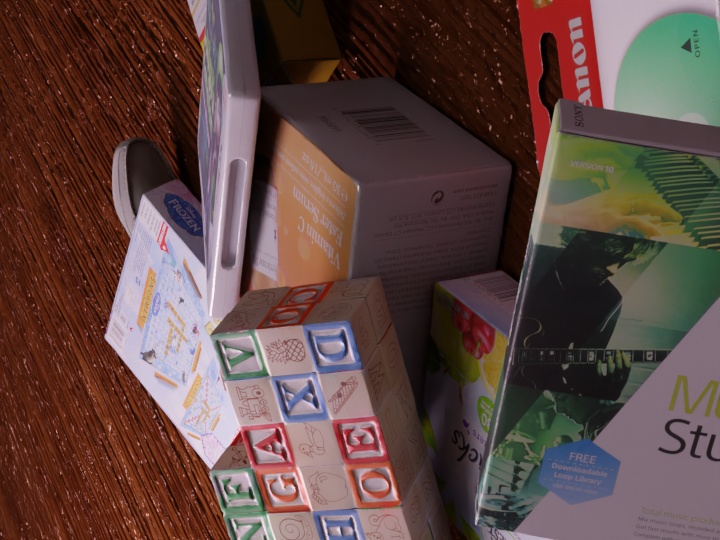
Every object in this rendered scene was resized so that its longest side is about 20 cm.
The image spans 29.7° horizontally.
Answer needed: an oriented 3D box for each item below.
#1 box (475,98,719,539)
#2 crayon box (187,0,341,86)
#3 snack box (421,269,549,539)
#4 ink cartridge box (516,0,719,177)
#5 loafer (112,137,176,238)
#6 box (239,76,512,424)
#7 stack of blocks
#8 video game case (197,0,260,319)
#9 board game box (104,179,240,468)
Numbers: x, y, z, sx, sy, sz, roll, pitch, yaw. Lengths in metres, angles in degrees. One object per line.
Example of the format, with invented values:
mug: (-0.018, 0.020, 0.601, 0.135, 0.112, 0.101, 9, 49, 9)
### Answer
box: (0.134, 0.035, 0.580, 0.036, 0.143, 0.202, -78, -4, -62)
crayon box: (-0.075, -0.180, 1.010, 0.127, 0.050, 0.202, -47, 56, 57)
snack box: (0.105, 0.106, 0.747, 0.200, 0.052, 0.144, 40, 134, 52)
ink cartridge box: (0.123, -0.098, 0.660, 0.199, 0.050, 0.163, -3, 95, 61)
loafer: (-0.171, -0.031, 1.228, 0.070, 0.069, 0.202, -33, 76, 56)
box: (0.000, 0.000, 0.860, 0.152, 0.105, 0.202, 43, 134, 50)
stack of blocks: (-0.024, 0.111, 0.784, 0.114, 0.059, 0.202, -7, 112, 22)
video game case: (-0.092, -0.101, 0.911, 0.201, 0.023, 0.183, -100, 16, -47)
board game box: (-0.126, 0.062, 1.126, 0.200, 0.041, 0.201, 48, 141, 18)
